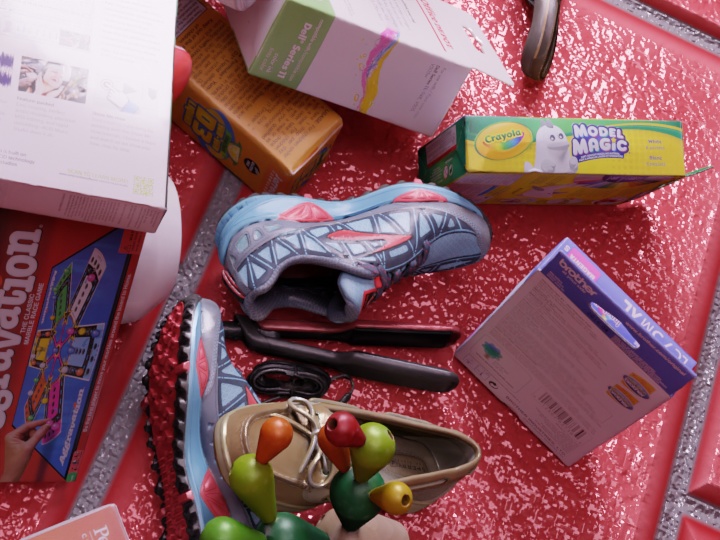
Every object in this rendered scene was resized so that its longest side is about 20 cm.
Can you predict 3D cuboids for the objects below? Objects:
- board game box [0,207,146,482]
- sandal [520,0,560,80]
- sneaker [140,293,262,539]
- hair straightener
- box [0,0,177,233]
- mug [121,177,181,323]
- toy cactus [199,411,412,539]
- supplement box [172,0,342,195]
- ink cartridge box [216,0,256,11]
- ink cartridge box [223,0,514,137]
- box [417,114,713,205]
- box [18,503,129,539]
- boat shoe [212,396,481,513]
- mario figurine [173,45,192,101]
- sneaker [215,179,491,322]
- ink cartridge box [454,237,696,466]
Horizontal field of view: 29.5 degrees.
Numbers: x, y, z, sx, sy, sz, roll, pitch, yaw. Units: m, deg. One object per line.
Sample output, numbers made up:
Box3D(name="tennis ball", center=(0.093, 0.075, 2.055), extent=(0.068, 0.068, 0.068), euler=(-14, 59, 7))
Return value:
Box3D(name="board game box", center=(-0.201, 0.042, 0.845), extent=(0.102, 0.202, 0.019), euler=(5, 24, -34))
Box3D(name="sandal", center=(0.146, -0.251, 1.135), extent=(0.054, 0.082, 0.203), euler=(8, 72, 12))
Box3D(name="sneaker", center=(-0.090, 0.117, 0.916), extent=(0.094, 0.079, 0.203), euler=(1, 77, -33))
Box3D(name="hair straightener", center=(-0.025, 0.069, 0.963), extent=(0.197, 0.041, 0.078), euler=(7, 66, -12))
Box3D(name="box", center=(-0.181, -0.127, 0.810), extent=(0.142, 0.036, 0.203), euler=(10, 62, -20))
Box3D(name="mug", center=(-0.203, -0.042, 0.908), extent=(0.151, 0.149, 0.190), euler=(1, 74, -23))
Box3D(name="toy cactus", center=(-0.025, 0.166, 0.817), extent=(0.164, 0.201, 0.102), euler=(14, 24, -49))
Box3D(name="supplement box", center=(-0.110, -0.140, 1.013), extent=(0.199, 0.067, 0.069), euler=(39, 64, 3))
Box3D(name="ink cartridge box", center=(-0.108, -0.280, 0.974), extent=(0.198, 0.045, 0.176), euler=(27, 57, 24))
Box3D(name="ink cartridge box", center=(0.005, -0.170, 1.014), extent=(0.198, 0.068, 0.118), euler=(16, 32, -29))
Box3D(name="box", center=(0.153, -0.081, 1.030), extent=(0.197, 0.117, 0.049), euler=(2, 82, -16))
Box3D(name="box", center=(-0.212, 0.252, 0.800), extent=(0.198, 0.107, 0.154), euler=(-20, 74, -22))
Box3D(name="boat shoe", center=(-0.007, 0.118, 0.890), extent=(0.199, 0.063, 0.074), euler=(18, 51, -40))
Box3D(name="mario figurine", center=(-0.206, -0.155, 0.891), extent=(0.197, 0.107, 0.125), euler=(9, 54, 0))
Box3D(name="sneaker", center=(0.000, 0.000, 0.963), extent=(0.197, 0.080, 0.096), euler=(-5, 48, -9))
Box3D(name="ink cartridge box", center=(0.146, 0.055, 0.928), extent=(0.119, 0.200, 0.042), euler=(44, 65, 5))
